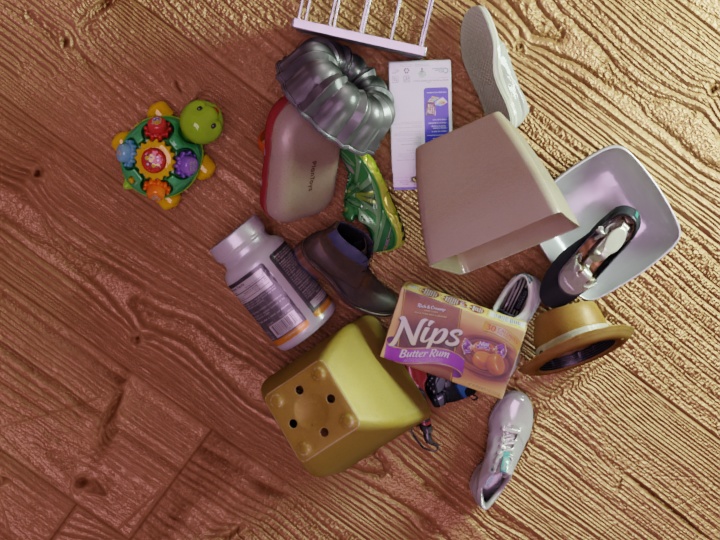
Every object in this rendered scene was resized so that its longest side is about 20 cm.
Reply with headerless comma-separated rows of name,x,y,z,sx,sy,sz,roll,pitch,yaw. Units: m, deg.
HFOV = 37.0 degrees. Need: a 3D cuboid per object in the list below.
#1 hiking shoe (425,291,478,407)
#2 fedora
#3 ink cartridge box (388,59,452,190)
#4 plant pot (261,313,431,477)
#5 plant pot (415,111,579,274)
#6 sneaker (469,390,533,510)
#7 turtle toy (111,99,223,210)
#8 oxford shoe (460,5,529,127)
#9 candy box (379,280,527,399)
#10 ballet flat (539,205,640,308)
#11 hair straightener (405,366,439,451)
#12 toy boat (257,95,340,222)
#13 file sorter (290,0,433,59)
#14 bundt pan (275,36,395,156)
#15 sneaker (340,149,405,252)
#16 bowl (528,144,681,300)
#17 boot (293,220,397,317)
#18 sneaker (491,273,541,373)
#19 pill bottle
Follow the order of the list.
hiking shoe,0.146,0.122,1.738,0.086,0.074,0.201,-9,116,-14
fedora,0.327,0.100,1.687,0.200,0.201,0.082,-18,72,5
ink cartridge box,0.095,-0.228,1.688,0.099,0.039,0.201,-1,100,2
plant pot,-0.042,0.202,1.657,0.195,0.200,0.195,-34,80,18
plant pot,0.186,-0.117,1.582,0.199,0.200,0.178,-22,79,17
sneaker,0.236,0.299,1.761,0.075,0.089,0.201,16,101,0
turtle toy,-0.295,-0.190,1.674,0.200,0.101,0.146,-39,98,8
oxford shoe,0.207,-0.310,1.662,0.058,0.075,0.201,-21,93,-36
candy box,0.141,0.105,1.645,0.199,0.056,0.117,19,105,5
ballet flat,0.348,-0.018,1.632,0.073,0.073,0.200,42,100,-6
hair straightener,0.091,0.198,1.757,0.041,0.077,0.201,-15,86,-19
toy boat,-0.111,-0.184,1.667,0.130,0.131,0.201,-19,133,-37
file sorter,0.010,-0.399,1.607,0.199,0.139,0.125,12,99,-1
bundt pan,-0.026,-0.268,1.594,0.202,0.202,0.076,42,117,-6
sneaker,0.004,-0.117,1.694,0.083,0.074,0.201,-24,100,2
bowl,0.375,-0.079,1.690,0.200,0.075,0.200,-35,98,9
boot,0.000,0.000,1.688,0.200,0.075,0.097,33,136,-21
sneaker,0.221,0.093,1.692,0.073,0.071,0.201,19,83,32
pill bottle,-0.141,0.018,1.703,0.116,0.116,0.200,-37,97,8
